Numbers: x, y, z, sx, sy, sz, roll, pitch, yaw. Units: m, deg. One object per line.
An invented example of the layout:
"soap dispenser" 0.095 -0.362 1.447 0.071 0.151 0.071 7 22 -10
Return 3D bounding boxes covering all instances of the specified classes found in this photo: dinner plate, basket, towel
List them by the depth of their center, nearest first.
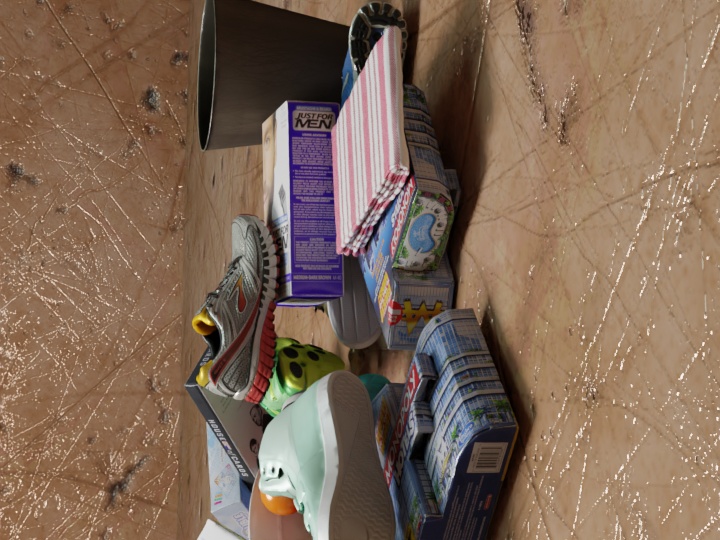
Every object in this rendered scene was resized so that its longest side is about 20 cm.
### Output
"towel" 0.011 -0.116 1.255 0.200 0.030 0.148 125 145 -61
"basket" -0.077 -0.220 1.513 0.136 0.198 0.183 165 106 -74
"dinner plate" -0.066 0.286 1.537 0.200 0.024 0.203 16 -108 -61

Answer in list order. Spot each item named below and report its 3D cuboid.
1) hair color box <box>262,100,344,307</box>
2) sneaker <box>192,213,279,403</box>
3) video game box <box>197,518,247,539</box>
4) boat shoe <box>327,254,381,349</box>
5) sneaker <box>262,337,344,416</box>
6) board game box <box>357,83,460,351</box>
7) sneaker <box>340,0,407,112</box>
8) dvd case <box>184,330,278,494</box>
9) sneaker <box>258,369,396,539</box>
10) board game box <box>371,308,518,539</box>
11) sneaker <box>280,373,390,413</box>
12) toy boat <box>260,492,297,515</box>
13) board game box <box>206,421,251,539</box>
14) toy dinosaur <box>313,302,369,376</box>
"hair color box" -0.062 -0.067 1.406 0.109 0.064 0.202 158 113 -71
"sneaker" -0.127 0.032 1.363 0.078 0.081 0.202 122 152 -60
"video game box" -0.034 0.306 1.187 0.047 0.200 0.182 -56 33 -10
"boat shoe" 0.000 0.000 1.468 0.071 0.071 0.202 88 -178 -62
"sneaker" -0.063 0.122 1.422 0.200 0.073 0.084 -170 94 -83
"board game box" 0.049 -0.034 1.260 0.201 0.061 0.201 107 160 -44
"sneaker" 0.015 -0.185 1.431 0.089 0.078 0.202 -86 4 -78
"dvd case" -0.116 0.148 1.513 0.201 0.025 0.151 63 -143 -32
"sneaker" -0.035 0.199 1.147 0.118 0.073 0.202 -36 47 40
"board game box" 0.061 0.142 1.156 0.201 0.061 0.202 -108 24 -53
"sneaker" -0.008 0.145 1.303 0.200 0.083 0.122 51 -150 -40
"toy boat" -0.045 0.237 1.453 0.131 0.129 0.202 112 156 -52
"board game box" -0.123 0.255 1.610 0.200 0.043 0.201 -99 -15 -45
"toy dinosaur" -0.034 0.029 1.511 0.201 0.058 0.101 58 -177 11
